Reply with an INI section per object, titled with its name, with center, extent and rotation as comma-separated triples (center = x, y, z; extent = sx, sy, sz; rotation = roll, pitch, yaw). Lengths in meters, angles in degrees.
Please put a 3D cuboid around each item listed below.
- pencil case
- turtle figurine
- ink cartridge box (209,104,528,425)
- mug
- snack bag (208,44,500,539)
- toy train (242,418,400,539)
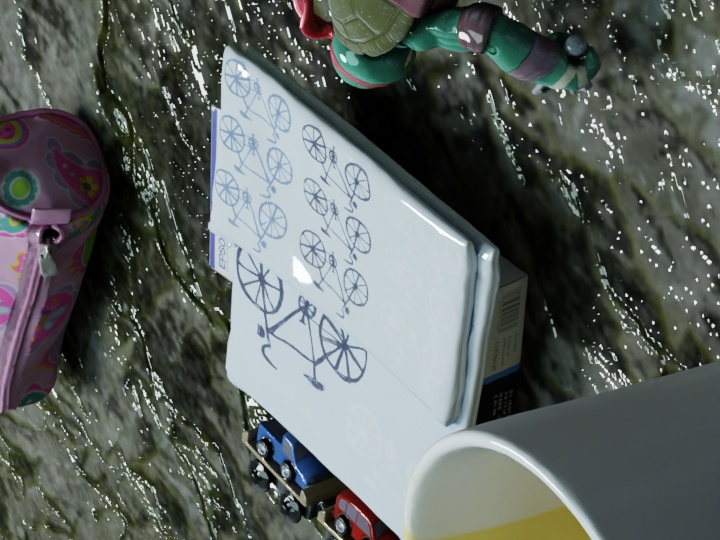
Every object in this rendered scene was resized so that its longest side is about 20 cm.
[pencil case]
center = -0.195, -0.001, 1.580
extent = 0.088, 0.087, 0.200
rotation = 54, 146, 23
[turtle figurine]
center = 0.037, -0.129, 1.130
extent = 0.150, 0.100, 0.200
rotation = 54, 141, 22
[ink cartridge box]
center = 0.000, 0.000, 1.319
extent = 0.200, 0.039, 0.100
rotation = 38, 138, 38
[mug]
center = 0.111, 0.109, 1.099
extent = 0.186, 0.153, 0.150
rotation = -20, 92, 60
[snack bag]
center = -0.010, 0.021, 1.292
extent = 0.188, 0.021, 0.201
rotation = 40, 139, 37
[toy train]
center = 0.004, 0.131, 1.400
extent = 0.200, 0.034, 0.046
rotation = 41, 137, 37
